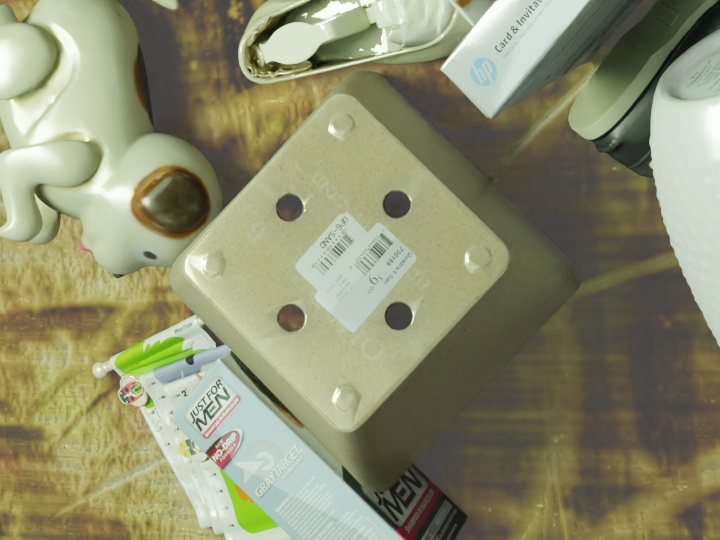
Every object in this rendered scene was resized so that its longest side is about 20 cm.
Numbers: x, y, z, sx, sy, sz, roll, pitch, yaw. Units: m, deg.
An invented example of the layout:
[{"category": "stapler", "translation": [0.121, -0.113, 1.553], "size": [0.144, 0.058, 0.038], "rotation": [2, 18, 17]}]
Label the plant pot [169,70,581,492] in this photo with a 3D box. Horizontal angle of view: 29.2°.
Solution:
[{"category": "plant pot", "translation": [0.000, 0.000, 0.826], "size": [0.200, 0.177, 0.200], "rotation": [44, 91, 8]}]

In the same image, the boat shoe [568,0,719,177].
[{"category": "boat shoe", "translation": [0.206, -0.144, 0.795], "size": [0.063, 0.074, 0.202], "rotation": [31, 111, -17]}]

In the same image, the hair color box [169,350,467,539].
[{"category": "hair color box", "translation": [-0.025, 0.136, 0.949], "size": [0.200, 0.099, 0.061], "rotation": [43, 109, 4]}]

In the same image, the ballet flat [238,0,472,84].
[{"category": "ballet flat", "translation": [0.007, -0.159, 0.879], "size": [0.198, 0.069, 0.070], "rotation": [-12, 99, 27]}]

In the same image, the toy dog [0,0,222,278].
[{"category": "toy dog", "translation": [-0.178, -0.088, 0.961], "size": [0.193, 0.140, 0.201], "rotation": [-36, 87, -13]}]

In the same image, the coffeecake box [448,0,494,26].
[{"category": "coffeecake box", "translation": [0.092, -0.208, 0.729], "size": [0.153, 0.200, 0.073], "rotation": [-44, 85, 9]}]

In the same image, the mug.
[{"category": "mug", "translation": [0.252, -0.056, 0.741], "size": [0.176, 0.199, 0.147], "rotation": [57, 163, -22]}]

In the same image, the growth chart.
[{"category": "growth chart", "translation": [-0.101, 0.125, 1.037], "size": [0.144, 0.018, 0.201], "rotation": [-31, 91, 28]}]

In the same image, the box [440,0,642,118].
[{"category": "box", "translation": [0.134, -0.166, 0.742], "size": [0.041, 0.200, 0.156], "rotation": [43, 118, 5]}]
